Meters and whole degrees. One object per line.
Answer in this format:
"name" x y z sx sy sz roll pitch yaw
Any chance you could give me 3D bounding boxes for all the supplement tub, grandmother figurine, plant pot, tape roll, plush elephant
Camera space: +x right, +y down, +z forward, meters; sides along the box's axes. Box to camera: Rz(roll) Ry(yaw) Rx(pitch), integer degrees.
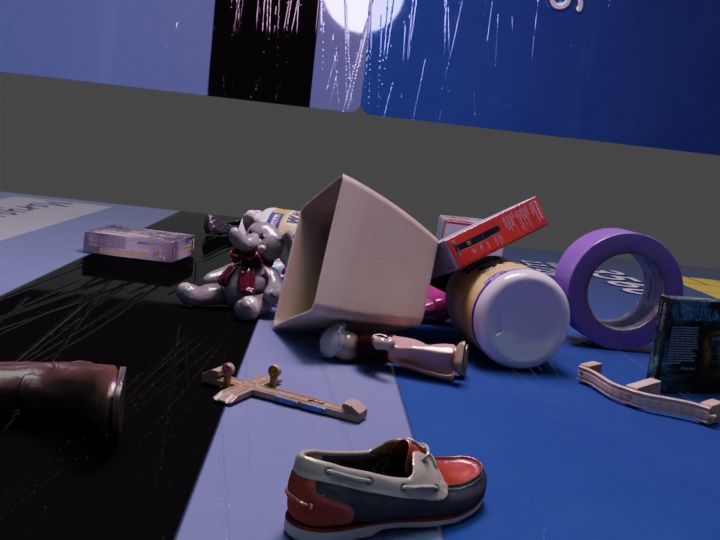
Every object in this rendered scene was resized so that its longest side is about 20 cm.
"supplement tub" -0.142 -0.052 1.699 0.199 0.145 0.144 8 9 13
"grandmother figurine" 0.041 0.107 1.102 0.199 0.061 0.121 6 -19 15
"plant pot" 0.000 0.000 1.219 0.177 0.201 0.200 17 -16 -18
"tape roll" 0.440 0.030 1.411 0.199 0.201 0.085 6 8 -4
"supplement tub" 0.215 0.056 1.252 0.145 0.146 0.200 5 9 -12
"plush elephant" -0.179 -0.014 1.372 0.164 0.155 0.200 13 11 36

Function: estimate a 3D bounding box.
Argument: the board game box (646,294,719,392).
"board game box" 0.505 0.106 1.173 0.199 0.136 0.028 4 9 -20

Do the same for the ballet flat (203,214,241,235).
"ballet flat" -0.368 -0.131 2.344 0.066 0.057 0.200 12 10 29

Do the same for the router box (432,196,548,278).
"router box" 0.170 -0.041 1.309 0.179 0.049 0.200 -25 0 -23

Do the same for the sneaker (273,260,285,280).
"sneaker" -0.091 -0.010 1.551 0.199 0.078 0.140 9 32 8

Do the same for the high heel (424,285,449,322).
"high heel" 0.113 0.040 1.509 0.096 0.068 0.200 -6 16 -12

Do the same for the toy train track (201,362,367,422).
"toy train track" -0.086 0.129 0.919 0.199 0.033 0.115 11 10 22

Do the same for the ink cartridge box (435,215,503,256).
"ink cartridge box" 0.260 -0.053 2.009 0.145 0.145 0.200 6 8 -1

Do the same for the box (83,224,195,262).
"box" -0.484 -0.060 1.818 0.199 0.049 0.158 7 9 4

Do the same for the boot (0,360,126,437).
"boot" -0.320 0.112 0.746 0.199 0.064 0.186 6 -5 -23

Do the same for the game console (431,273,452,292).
"game console" 0.205 0.028 1.555 0.116 0.176 0.200 -29 23 -23

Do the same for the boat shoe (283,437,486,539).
"boat shoe" 0.028 0.167 0.659 0.199 0.063 0.071 2 8 -36

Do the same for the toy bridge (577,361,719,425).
"toy bridge" 0.369 0.160 1.076 0.067 0.027 0.200 -4 13 -40
